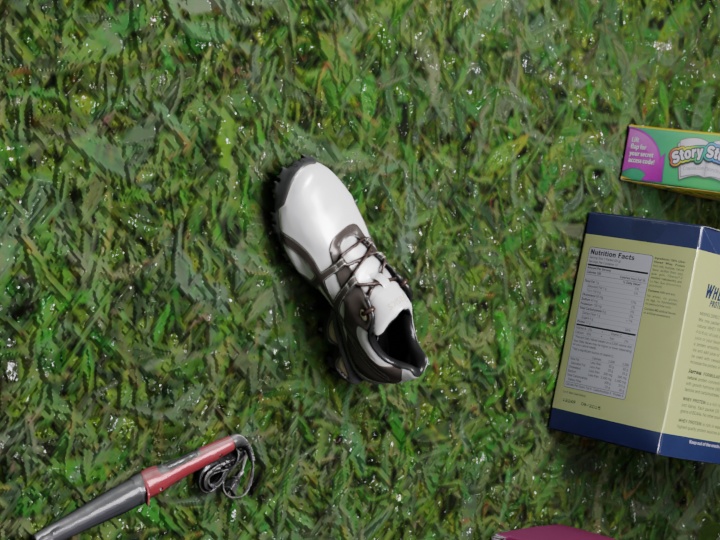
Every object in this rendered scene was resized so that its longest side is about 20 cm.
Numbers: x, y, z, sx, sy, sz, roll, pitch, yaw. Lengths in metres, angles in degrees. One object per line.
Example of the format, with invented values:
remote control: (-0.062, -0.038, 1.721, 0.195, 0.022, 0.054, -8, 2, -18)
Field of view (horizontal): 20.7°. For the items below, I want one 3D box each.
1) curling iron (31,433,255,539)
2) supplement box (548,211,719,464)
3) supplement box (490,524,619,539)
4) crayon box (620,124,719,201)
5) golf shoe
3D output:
curling iron: (-0.156, 0.169, 1.465, 0.199, 0.025, 0.050, -18, 106, -39)
supplement box: (0.298, 0.066, 1.792, 0.199, 0.134, 0.202, 12, 89, -43)
supplement box: (0.185, 0.337, 1.735, 0.103, 0.130, 0.202, -1, 98, -43)
crayon box: (0.366, -0.086, 1.786, 0.171, 0.199, 0.059, 6, 93, -42)
golf shoe: (0.000, 0.000, 1.538, 0.078, 0.094, 0.201, -40, 120, -29)
